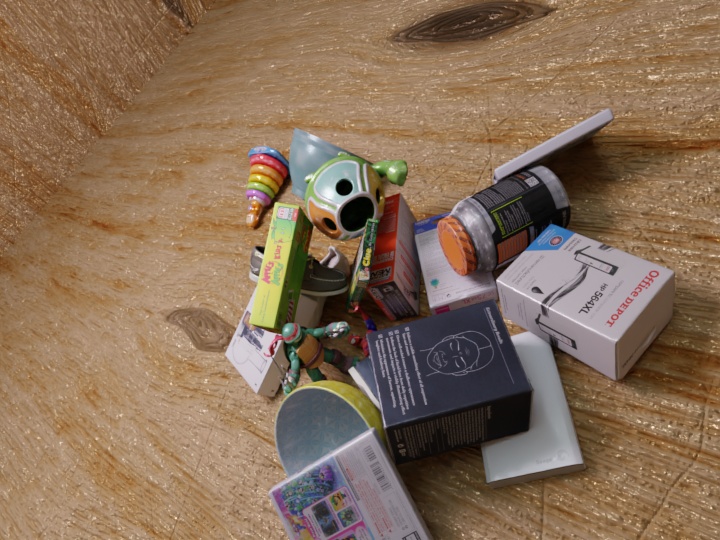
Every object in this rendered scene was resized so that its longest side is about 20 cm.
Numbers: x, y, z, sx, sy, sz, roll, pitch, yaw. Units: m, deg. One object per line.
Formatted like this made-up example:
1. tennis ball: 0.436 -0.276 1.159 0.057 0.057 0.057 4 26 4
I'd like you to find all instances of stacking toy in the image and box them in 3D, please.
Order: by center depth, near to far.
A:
1. stacking toy: -0.260 -0.209 1.394 0.113 0.109 0.207 4 69 34

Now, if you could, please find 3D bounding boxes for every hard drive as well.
1. hard drive: 0.227 0.191 0.763 0.128 0.026 0.205 -20 46 21

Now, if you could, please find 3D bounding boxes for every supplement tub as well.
1. supplement tub: 0.231 -0.078 0.874 0.195 0.125 0.123 -25 42 -10

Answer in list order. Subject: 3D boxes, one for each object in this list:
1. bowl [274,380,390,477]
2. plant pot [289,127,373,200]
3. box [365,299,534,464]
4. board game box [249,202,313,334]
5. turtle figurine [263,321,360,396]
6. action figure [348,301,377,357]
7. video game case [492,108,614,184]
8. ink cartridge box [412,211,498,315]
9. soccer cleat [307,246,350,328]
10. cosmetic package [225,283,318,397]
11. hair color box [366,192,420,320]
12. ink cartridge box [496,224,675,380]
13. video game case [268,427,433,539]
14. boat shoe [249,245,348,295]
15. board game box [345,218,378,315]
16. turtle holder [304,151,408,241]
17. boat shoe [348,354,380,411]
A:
1. bowl: -0.025 0.254 0.816 0.194 0.208 0.107 -3 10 33
2. plant pot: -0.083 -0.219 1.215 0.199 0.196 0.138 34 104 46
3. box: 0.118 0.152 0.738 0.193 0.109 0.152 -14 46 3
4. board game box: -0.132 0.001 0.917 0.046 0.102 0.208 8 78 11
5. turtle figurine: -0.077 0.141 0.891 0.150 0.201 0.100 -47 44 -10
6. action figure: 0.051 0.103 0.912 0.194 0.099 0.067 -10 49 32
7. video game case: 0.324 -0.206 0.930 0.195 0.182 0.023 -28 88 14
8. ink cartridge box: 0.164 -0.020 0.957 0.115 0.042 0.205 -16 50 10
9. soccer cleat: -0.093 0.044 1.071 0.068 0.078 0.203 18 68 42
10. cosmetic package: -0.178 0.117 1.050 0.149 0.051 0.205 29 95 44
11. hair color box: 0.065 -0.027 0.992 0.062 0.111 0.205 -14 48 25
12. ink cartridge box: 0.318 0.036 0.763 0.145 0.086 0.198 -40 41 -18
13. video game case: -0.007 0.346 0.713 0.179 0.024 0.204 -32 83 13
14. boat shoe: -0.116 -0.001 1.004 0.194 0.063 0.072 10 23 8
15. board game box: 0.000 0.000 0.937 0.023 0.201 0.109 8 69 -5
16. turtle holder: -0.006 -0.126 0.956 0.178 0.146 0.132 -6 27 -17
17. boat shoe: 0.050 0.201 0.845 0.061 0.076 0.199 -40 32 -8
